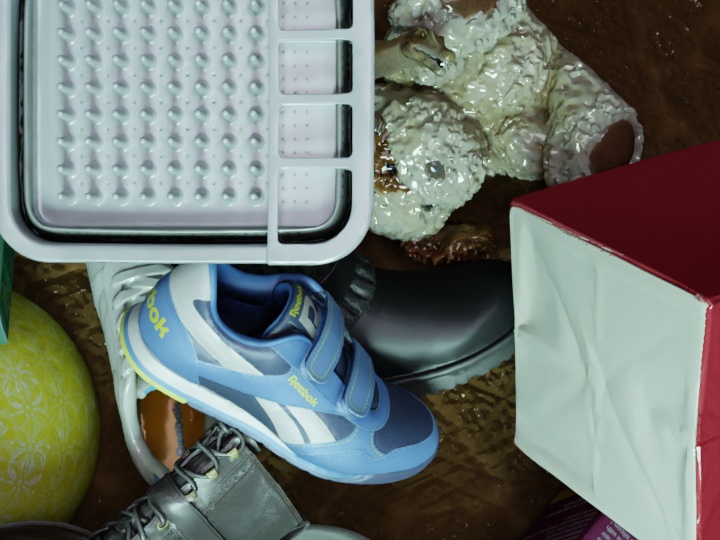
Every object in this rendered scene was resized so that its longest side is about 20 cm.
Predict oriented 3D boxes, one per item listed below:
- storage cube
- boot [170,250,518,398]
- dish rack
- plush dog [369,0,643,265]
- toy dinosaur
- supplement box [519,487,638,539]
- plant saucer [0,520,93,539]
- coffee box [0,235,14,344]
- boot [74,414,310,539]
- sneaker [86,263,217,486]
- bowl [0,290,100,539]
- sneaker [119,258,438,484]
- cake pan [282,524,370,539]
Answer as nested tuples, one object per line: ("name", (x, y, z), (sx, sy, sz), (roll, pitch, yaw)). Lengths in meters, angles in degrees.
("storage cube", (0.205, 0.040, 0.825), (0.180, 0.200, 0.171), (-16, 117, -26))
("boot", (0.000, 0.001, 0.862), (0.211, 0.079, 0.158), (-20, 120, 0))
("dish rack", (-0.092, -0.089, 0.761), (0.200, 0.044, 0.172), (0, 91, 2))
("plush dog", (0.049, -0.097, 0.900), (0.172, 0.160, 0.200), (-45, 117, 5))
("toy dinosaur", (-0.044, -0.127, 0.814), (0.200, 0.058, 0.101), (22, 95, 11))
("supplement box", (0.136, 0.231, 0.859), (0.131, 0.103, 0.200), (50, 56, -2))
("plant saucer", (-0.216, 0.236, 0.840), (0.200, 0.032, 0.201), (-13, 112, -35))
("coffee box", (-0.266, -0.048, 0.850), (0.123, 0.044, 0.200), (-2, 56, -7))
("boot", (-0.130, 0.146, 0.802), (0.174, 0.200, 0.069), (-45, 48, -6))
("sneaker", (-0.122, 0.042, 0.887), (0.076, 0.081, 0.200), (-16, 86, -7))
("bowl", (-0.258, 0.098, 0.851), (0.200, 0.108, 0.201), (1, 86, -8))
("sneaker", (-0.032, 0.055, 0.804), (0.200, 0.074, 0.082), (27, 123, -21))
("cake pan", (-0.051, 0.240, 0.827), (0.200, 0.200, 0.037), (-38, 128, -9))
